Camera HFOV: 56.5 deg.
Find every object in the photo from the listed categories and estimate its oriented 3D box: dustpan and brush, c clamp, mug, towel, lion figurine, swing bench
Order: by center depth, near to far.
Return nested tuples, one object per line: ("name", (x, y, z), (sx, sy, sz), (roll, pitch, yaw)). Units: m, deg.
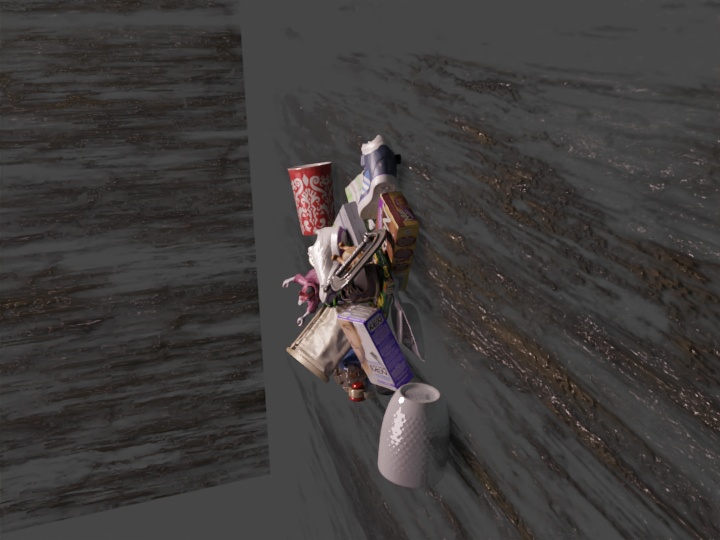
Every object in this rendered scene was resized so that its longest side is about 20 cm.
("mug", (0.120, 0.325, 1.415), (0.200, 0.146, 0.177), (-55, -29, -70))
("c clamp", (-0.018, -0.022, 1.489), (0.027, 0.200, 0.171), (41, -177, -15))
("dustpan and brush", (0.093, 0.095, 1.501), (0.139, 0.057, 0.202), (-146, 52, -68))
("lion figurine", (0.000, 0.000, 1.648), (0.122, 0.073, 0.200), (27, 167, 36))
("towel", (0.000, -0.170, 1.743), (0.200, 0.030, 0.151), (159, 104, -72))
("swing bench", (-0.089, 0.180, 1.813), (0.129, 0.200, 0.200), (39, 170, -4))
("mug", (-0.124, -0.220, 2.026), (0.132, 0.177, 0.202), (0, 104, 36))

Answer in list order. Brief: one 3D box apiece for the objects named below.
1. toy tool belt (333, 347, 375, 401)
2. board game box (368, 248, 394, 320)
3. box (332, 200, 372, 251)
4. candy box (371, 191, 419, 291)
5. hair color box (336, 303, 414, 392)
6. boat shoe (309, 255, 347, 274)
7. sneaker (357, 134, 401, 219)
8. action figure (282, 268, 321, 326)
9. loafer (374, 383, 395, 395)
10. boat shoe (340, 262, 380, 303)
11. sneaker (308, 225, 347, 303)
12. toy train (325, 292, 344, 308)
("toy tool belt", (-0.010, 0.258, 1.786), (0.200, 0.123, 0.124), (-95, 5, -80))
("board game box", (0.044, 0.047, 1.534), (0.201, 0.023, 0.106), (98, 155, -56))
("box", (-0.022, -0.076, 1.782), (0.200, 0.041, 0.157), (127, 124, -72))
("candy box", (0.075, -0.062, 1.503), (0.201, 0.056, 0.117), (97, 158, -45))
("hair color box", (0.035, 0.178, 1.553), (0.109, 0.065, 0.201), (6, 128, 54))
("boat shoe", (-0.061, 0.011, 1.825), (0.072, 0.060, 0.202), (-52, 56, 10))
("sneaker", (0.036, -0.221, 1.546), (0.200, 0.080, 0.148), (115, 152, -65))
("action figure", (-0.128, 0.063, 1.868), (0.200, 0.148, 0.135), (-54, -60, -85))
("loafer", (0.051, 0.213, 1.684), (0.070, 0.067, 0.203), (-28, 75, 63))
("boat shoe", (-0.004, 0.038, 1.519), (0.200, 0.072, 0.075), (115, 142, -68))
("sneaker", (-0.088, -0.015, 1.724), (0.075, 0.099, 0.202), (30, -115, -63))
("toy train", (-0.070, 0.001, 1.768), (0.042, 0.056, 0.202), (82, -176, -73))
